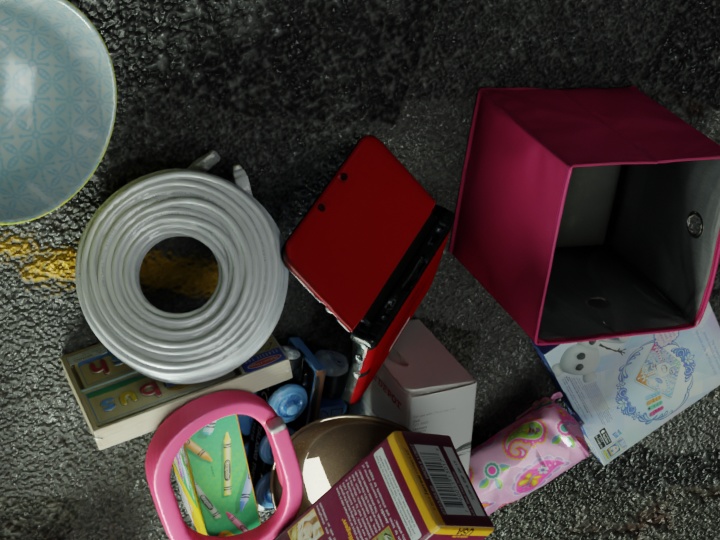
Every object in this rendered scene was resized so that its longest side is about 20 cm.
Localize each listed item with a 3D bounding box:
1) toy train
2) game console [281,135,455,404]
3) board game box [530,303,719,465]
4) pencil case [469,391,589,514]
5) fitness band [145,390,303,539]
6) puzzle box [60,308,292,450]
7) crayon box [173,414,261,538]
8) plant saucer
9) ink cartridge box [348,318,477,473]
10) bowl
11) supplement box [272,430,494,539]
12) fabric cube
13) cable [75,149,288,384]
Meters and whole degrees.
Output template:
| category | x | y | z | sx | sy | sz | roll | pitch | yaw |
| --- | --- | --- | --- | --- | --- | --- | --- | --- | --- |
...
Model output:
| category | x | y | z | sx | sy | sz | roll | pitch | yaw |
| --- | --- | --- | --- | --- | --- | --- | --- | --- | --- |
| toy train | -0.067 | 0.164 | 1.713 | 0.114 | 0.087 | 0.200 | -7 | 121 | -30 |
| game console | 0.000 | 0.000 | 1.621 | 0.200 | 0.119 | 0.172 | -56 | 169 | -39 |
| board game box | 0.320 | 0.099 | 1.880 | 0.199 | 0.043 | 0.200 | -33 | 126 | -3 |
| pencil case | 0.161 | 0.220 | 1.832 | 0.200 | 0.087 | 0.087 | -33 | 127 | 8 |
| fitness band | -0.130 | 0.204 | 1.578 | 0.144 | 0.037 | 0.200 | -23 | 129 | -13 |
| puzzle box | -0.181 | 0.095 | 1.586 | 0.200 | 0.133 | 0.025 | -20 | 127 | -15 |
| crayon box | -0.157 | 0.184 | 1.656 | 0.058 | 0.119 | 0.200 | -19 | 124 | -15 |
| plant saucer | 0.008 | 0.224 | 1.657 | 0.200 | 0.037 | 0.201 | 7 | 119 | 12 |
| ink cartridge box | 0.051 | 0.172 | 1.731 | 0.084 | 0.146 | 0.200 | -9 | 121 | -23 |
| bowl | -0.320 | -0.147 | 1.388 | 0.200 | 0.108 | 0.200 | -15 | 114 | -39 |
| supplement box | 0.018 | 0.257 | 1.575 | 0.086 | 0.110 | 0.200 | 11 | 134 | -45 |
| fabric cube | 0.232 | -0.062 | 1.653 | 0.200 | 0.199 | 0.196 | -4 | 118 | -23 |
| cable | -0.166 | 0.004 | 1.526 | 0.200 | 0.069 | 0.200 | -28 | 85 | -4 |
